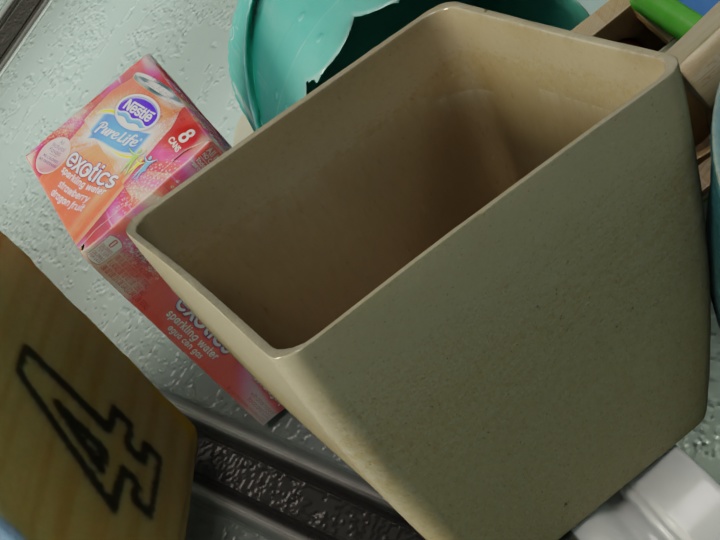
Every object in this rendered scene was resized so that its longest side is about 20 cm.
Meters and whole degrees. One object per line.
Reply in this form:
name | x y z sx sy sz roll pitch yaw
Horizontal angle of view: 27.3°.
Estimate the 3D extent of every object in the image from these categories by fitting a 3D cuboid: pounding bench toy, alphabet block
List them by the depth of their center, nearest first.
pounding bench toy | 0.177 -0.101 0.769 0.124 0.200 0.156 -37 49 3
alphabet block | -0.221 0.135 0.800 0.194 0.197 0.201 -32 26 16

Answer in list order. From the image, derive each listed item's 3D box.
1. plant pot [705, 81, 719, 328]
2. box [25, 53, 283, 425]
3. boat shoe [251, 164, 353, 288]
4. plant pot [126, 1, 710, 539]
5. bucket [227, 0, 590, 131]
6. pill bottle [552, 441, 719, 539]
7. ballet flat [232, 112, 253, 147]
plant pot | 0.240 -0.001 0.651 0.197 0.189 0.202 -2 60 3
box | -0.089 -0.013 0.865 0.094 0.200 0.103 -39 46 1
boat shoe | 0.000 0.000 0.806 0.068 0.201 0.072 -33 43 -2
plant pot | 0.043 0.017 0.675 0.199 0.178 0.200 -36 29 -13
bucket | 0.025 -0.114 0.874 0.207 0.207 0.135 -40 43 0
pill bottle | 0.097 0.178 0.685 0.200 0.114 0.114 -43 48 -2
ballet flat | -0.045 -0.110 0.994 0.067 0.068 0.202 -5 57 29
